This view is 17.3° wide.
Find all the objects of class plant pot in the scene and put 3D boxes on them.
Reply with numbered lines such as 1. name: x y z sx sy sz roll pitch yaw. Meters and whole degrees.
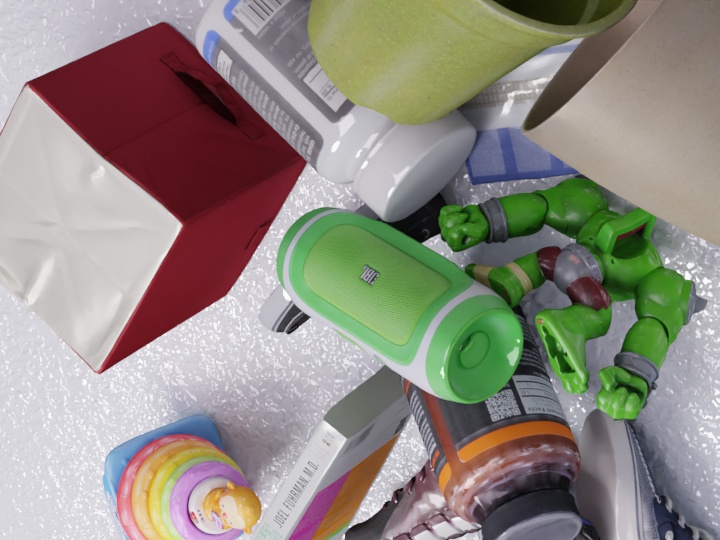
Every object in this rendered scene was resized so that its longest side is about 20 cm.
1. plant pot: 0.061 -0.198 1.608 0.200 0.200 0.184 51 138 4
2. plant pot: 0.242 -0.096 1.574 0.200 0.187 0.187 42 128 -7

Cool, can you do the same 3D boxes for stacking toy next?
1. stacking toy: -0.125 0.188 1.908 0.200 0.110 0.116 -1 110 67

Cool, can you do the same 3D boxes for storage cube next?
1. storage cube: -0.180 -0.057 1.846 0.171 0.180 0.200 42 125 11

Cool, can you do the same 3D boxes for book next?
1. book: -0.027 0.166 1.871 0.048 0.134 0.200 39 126 12

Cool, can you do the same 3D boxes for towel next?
1. towel: 0.117 -0.163 1.707 0.147 0.024 0.200 -5 108 34

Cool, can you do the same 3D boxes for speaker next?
1. speaker: 0.026 0.022 1.696 0.200 0.088 0.089 31 127 45

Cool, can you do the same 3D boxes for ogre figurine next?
1. ogre figurine: 0.160 0.008 1.680 0.200 0.120 0.098 38 151 42

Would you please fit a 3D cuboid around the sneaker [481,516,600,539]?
1. sneaker: 0.130 0.227 1.815 0.200 0.078 0.075 -38 62 57

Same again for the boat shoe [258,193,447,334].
1. boat shoe: 0.000 0.000 1.830 0.200 0.070 0.066 -42 83 30

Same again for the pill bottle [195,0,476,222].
1. pill bottle: -0.016 -0.136 1.737 0.200 0.114 0.114 46 127 15

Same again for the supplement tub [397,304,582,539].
1. supplement tub: 0.096 0.112 1.736 0.107 0.107 0.200 -46 50 37

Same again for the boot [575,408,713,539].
1. boot: 0.222 0.201 1.775 0.073 0.090 0.200 154 112 -67

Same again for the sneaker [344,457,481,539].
1. sneaker: 0.060 0.153 1.857 0.200 0.076 0.116 -21 93 27
